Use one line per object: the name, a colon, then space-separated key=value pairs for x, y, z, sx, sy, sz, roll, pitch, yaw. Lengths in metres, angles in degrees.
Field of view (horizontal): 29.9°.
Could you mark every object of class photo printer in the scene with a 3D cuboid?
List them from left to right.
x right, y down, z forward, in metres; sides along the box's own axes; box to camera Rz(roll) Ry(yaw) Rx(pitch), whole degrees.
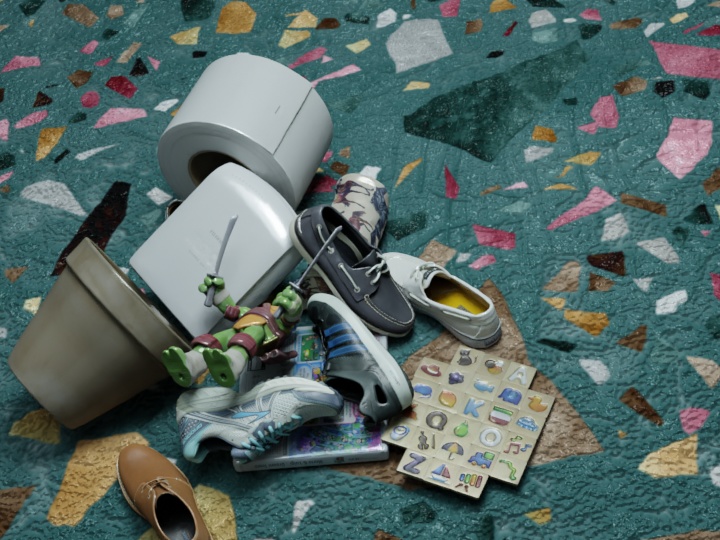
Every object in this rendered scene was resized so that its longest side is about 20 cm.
photo printer: x=-0.172 y=-0.024 z=1.694 sx=0.200 sy=0.069 sz=0.166 roll=-45 pitch=69 yaw=4

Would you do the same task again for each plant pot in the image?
plant pot: x=-0.324 y=0.089 z=1.625 sx=0.173 sy=0.200 sz=0.200 roll=-43 pitch=52 yaw=-6

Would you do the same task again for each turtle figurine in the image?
turtle figurine: x=-0.140 y=0.039 z=1.556 sx=0.144 sy=0.201 sz=0.194 roll=27 pitch=41 yaw=16

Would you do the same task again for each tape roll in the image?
tape roll: x=-0.153 y=-0.167 z=1.798 sx=0.202 sy=0.203 sz=0.139 roll=11 pitch=51 yaw=21

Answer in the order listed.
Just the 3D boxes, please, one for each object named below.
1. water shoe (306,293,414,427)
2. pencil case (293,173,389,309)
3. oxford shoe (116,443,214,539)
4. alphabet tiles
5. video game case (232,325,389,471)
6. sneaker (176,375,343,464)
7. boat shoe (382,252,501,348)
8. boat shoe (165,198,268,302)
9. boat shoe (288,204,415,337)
water shoe: x=-0.021 y=0.101 z=1.583 sx=0.079 sy=0.072 sz=0.200 roll=-34 pitch=49 yaw=-16
pencil case: x=-0.023 y=-0.035 z=1.733 sx=0.089 sy=0.078 sz=0.200 roll=-3 pitch=46 yaw=27
oxford shoe: x=-0.222 y=0.254 z=1.518 sx=0.071 sy=0.071 sz=0.200 roll=-33 pitch=48 yaw=-16
alphabet tiles: x=0.125 y=0.171 z=1.549 sx=0.166 sy=0.006 sz=0.200 roll=16 pitch=49 yaw=19
video game case: x=-0.057 y=0.147 z=1.612 sx=0.181 sy=0.024 sz=0.201 roll=-5 pitch=46 yaw=6
sneaker: x=-0.114 y=0.179 z=1.540 sx=0.199 sy=0.078 sz=0.087 roll=-10 pitch=58 yaw=13
boat shoe: x=0.090 y=0.021 z=1.665 sx=0.071 sy=0.070 sz=0.200 roll=-38 pitch=52 yaw=-22
boat shoe: x=-0.193 y=-0.022 z=1.766 sx=0.072 sy=0.068 sz=0.200 roll=-33 pitch=53 yaw=-19
boat shoe: x=0.000 y=0.000 z=1.627 sx=0.200 sy=0.063 sz=0.073 roll=46 pitch=46 yaw=-10
